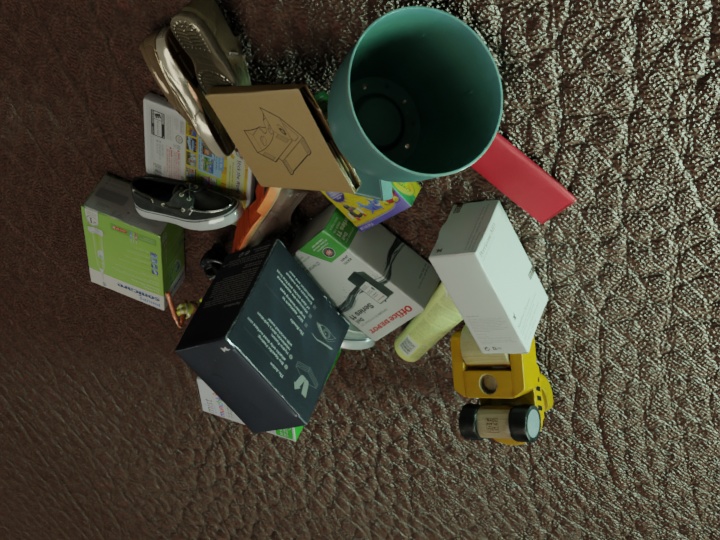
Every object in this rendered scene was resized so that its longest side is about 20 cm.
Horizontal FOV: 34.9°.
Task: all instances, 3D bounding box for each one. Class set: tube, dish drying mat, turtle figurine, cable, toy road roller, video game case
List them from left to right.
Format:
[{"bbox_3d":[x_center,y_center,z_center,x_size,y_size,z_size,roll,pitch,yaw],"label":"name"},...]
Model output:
[{"bbox_3d":[-0.245,-0.164,1.749,0.181,0.023,0.201,21,141,9],"label":"video game case"},{"bbox_3d":[-0.227,0.085,1.802,0.064,0.161,0.200,-42,105,4],"label":"turtle figurine"},{"bbox_3d":[-0.200,0.033,1.851,0.164,0.051,0.200,55,174,-7],"label":"cable"},{"bbox_3d":[0.120,0.075,1.782,0.200,0.058,0.052,-51,57,48],"label":"tube"},{"bbox_3d":[0.190,-0.140,1.516,0.199,0.018,0.077,37,142,-13],"label":"dish drying mat"},{"bbox_3d":[0.230,0.172,1.787,0.122,0.146,0.202,-3,95,34],"label":"toy road roller"}]

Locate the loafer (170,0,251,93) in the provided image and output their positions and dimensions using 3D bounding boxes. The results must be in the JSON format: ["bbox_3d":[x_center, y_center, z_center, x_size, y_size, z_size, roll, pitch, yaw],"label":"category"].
[{"bbox_3d":[-0.186,-0.290,1.536,0.075,0.069,0.200,20,159,23],"label":"loafer"}]

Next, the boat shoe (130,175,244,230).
[{"bbox_3d":[-0.272,-0.107,1.757,0.198,0.069,0.057,7,137,27],"label":"boat shoe"}]

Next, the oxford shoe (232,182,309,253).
[{"bbox_3d":[-0.141,-0.069,1.742,0.072,0.072,0.200,15,138,-21],"label":"oxford shoe"}]

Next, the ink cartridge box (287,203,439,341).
[{"bbox_3d":[0.000,0.000,1.735,0.199,0.083,0.146,37,142,-13],"label":"ink cartridge box"}]

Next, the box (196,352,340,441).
[{"bbox_3d":[-0.149,0.159,1.912,0.175,0.201,0.097,17,140,15],"label":"box"}]

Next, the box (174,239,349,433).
[{"bbox_3d":[-0.141,0.099,1.696,0.117,0.201,0.197,-14,128,37],"label":"box"}]

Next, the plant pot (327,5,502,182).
[{"bbox_3d":[0.050,-0.199,1.399,0.200,0.201,0.161,38,162,-13],"label":"plant pot"}]

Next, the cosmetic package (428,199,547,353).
[{"bbox_3d":[0.183,0.011,1.616,0.081,0.113,0.201,-3,135,34],"label":"cosmetic package"}]

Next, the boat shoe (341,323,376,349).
[{"bbox_3d":[-0.064,0.068,1.870,0.198,0.072,0.066,20,120,9],"label":"boat shoe"}]

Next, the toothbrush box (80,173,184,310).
[{"bbox_3d":[-0.376,-0.045,1.910,0.145,0.086,0.201,20,141,9],"label":"toothbrush box"}]

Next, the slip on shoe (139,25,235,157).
[{"bbox_3d":[-0.242,-0.246,1.609,0.060,0.076,0.201,-10,126,31],"label":"slip on shoe"}]

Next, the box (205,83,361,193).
[{"bbox_3d":[-0.104,-0.175,1.518,0.199,0.021,0.164,9,138,47],"label":"box"}]

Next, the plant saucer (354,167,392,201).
[{"bbox_3d":[-0.051,-0.141,1.583,0.198,0.019,0.070,14,141,20],"label":"plant saucer"}]

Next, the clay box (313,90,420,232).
[{"bbox_3d":[-0.023,-0.151,1.607,0.200,0.048,0.115,43,140,-19],"label":"clay box"}]
